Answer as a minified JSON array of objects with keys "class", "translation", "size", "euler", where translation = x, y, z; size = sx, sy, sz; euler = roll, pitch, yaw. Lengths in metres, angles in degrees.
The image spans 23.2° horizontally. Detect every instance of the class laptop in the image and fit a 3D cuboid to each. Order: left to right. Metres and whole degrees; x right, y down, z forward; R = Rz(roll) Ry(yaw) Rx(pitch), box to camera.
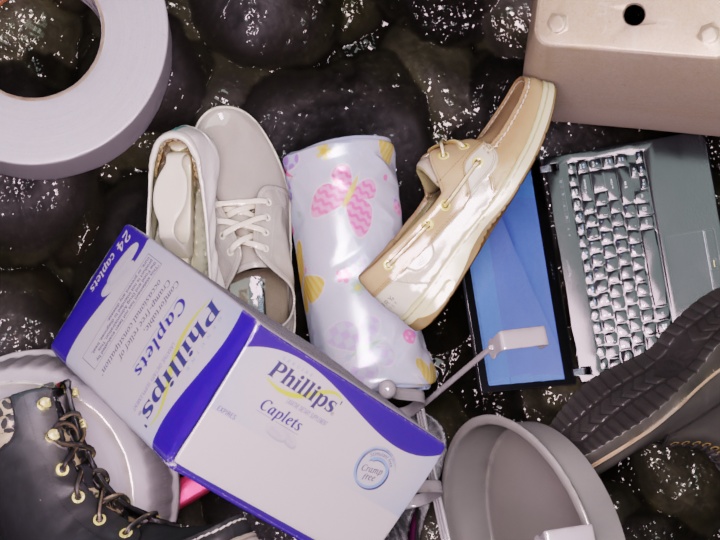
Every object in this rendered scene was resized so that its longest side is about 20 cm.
[{"class":"laptop","translation":[0.174,-0.010,1.298],"size":[0.198,0.103,0.179],"euler":[-9,83,6]}]

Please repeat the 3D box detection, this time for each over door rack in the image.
[{"class":"over door rack","translation":[0.066,0.136,1.193],"size":[0.066,0.200,0.149],"euler":[-3,72,-30]}]

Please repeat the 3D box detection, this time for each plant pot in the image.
[{"class":"plant pot","translation":[0.210,-0.209,1.254],"size":[0.198,0.177,0.202],"euler":[7,91,16]}]

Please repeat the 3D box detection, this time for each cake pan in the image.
[{"class":"cake pan","translation":[0.124,0.195,1.232],"size":[0.036,0.200,0.202],"euler":[-13,82,-27]}]

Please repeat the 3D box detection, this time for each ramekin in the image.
[{"class":"ramekin","translation":[-0.228,0.156,1.222],"size":[0.198,0.105,0.202],"euler":[0,87,0]}]

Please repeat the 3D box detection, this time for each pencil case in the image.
[{"class":"pencil case","translation":[0.000,0.000,1.300],"size":[0.090,0.083,0.202],"euler":[-9,83,-14]}]

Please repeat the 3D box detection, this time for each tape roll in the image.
[{"class":"tape roll","translation":[-0.242,-0.172,1.318],"size":[0.198,0.066,0.202],"euler":[0,82,-3]}]

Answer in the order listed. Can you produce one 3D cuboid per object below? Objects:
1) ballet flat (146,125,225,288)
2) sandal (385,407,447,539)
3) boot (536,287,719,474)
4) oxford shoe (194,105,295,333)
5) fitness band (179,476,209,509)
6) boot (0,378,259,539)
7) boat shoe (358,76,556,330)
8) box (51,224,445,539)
[{"class":"ballet flat","translation":[-0.133,-0.007,1.263],"size":[0.069,0.069,0.202],"euler":[0,84,-3]},{"class":"sandal","translation":[0.016,0.199,1.290],"size":[0.075,0.048,0.202],"euler":[11,82,-2]},{"class":"boot","translation":[0.236,0.123,1.279],"size":[0.199,0.077,0.139],"euler":[-34,120,-8]},{"class":"oxford shoe","translation":[-0.085,-0.029,1.312],"size":[0.075,0.058,0.202],"euler":[-9,80,0]},{"class":"fitness band","translation":[-0.177,0.119,1.299],"size":[0.199,0.037,0.144],"euler":[-28,87,-6]},{"class":"boot","translation":[-0.167,0.140,1.105],"size":[0.203,0.073,0.155],"euler":[-22,82,31]},{"class":"boat shoe","translation":[0.068,-0.058,1.227],"size":[0.066,0.074,0.201],"euler":[32,79,-7]},{"class":"box","translation":[-0.077,0.083,1.158],"size":[0.184,0.200,0.105],"euler":[35,88,-36]}]
